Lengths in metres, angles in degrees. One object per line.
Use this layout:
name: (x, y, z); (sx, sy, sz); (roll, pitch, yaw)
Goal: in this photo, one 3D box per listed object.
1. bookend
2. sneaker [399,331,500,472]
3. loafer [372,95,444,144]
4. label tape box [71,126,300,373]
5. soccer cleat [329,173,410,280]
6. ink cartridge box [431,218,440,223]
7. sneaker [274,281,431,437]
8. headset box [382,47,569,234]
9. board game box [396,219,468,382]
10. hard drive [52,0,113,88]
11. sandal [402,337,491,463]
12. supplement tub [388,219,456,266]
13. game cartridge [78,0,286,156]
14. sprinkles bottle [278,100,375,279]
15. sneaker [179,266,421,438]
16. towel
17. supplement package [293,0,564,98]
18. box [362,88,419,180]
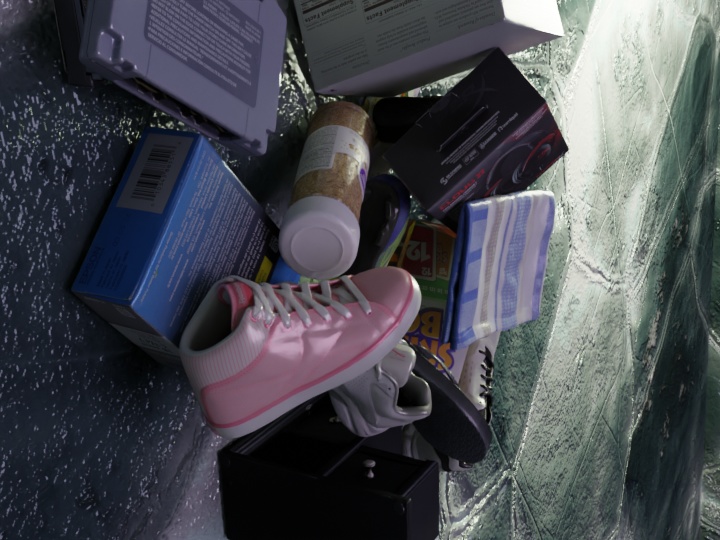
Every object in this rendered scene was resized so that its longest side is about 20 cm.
bookend: (0.003, 0.192, 1.023); (0.198, 0.197, 0.094); (-30, 124, -54)
sneaker: (0.115, 0.122, 1.125); (0.074, 0.079, 0.203); (40, 65, -41)
loafer: (0.073, -0.142, 1.110); (0.199, 0.072, 0.073); (-20, 114, -61)
label tape box: (-0.130, 0.003, 0.869); (0.200, 0.062, 0.146); (54, 51, -55)
soccer cleat: (0.001, 0.000, 1.060); (0.084, 0.064, 0.203); (-28, 144, -64)
ink cartridge box: (0.128, -0.028, 1.363); (0.163, 0.056, 0.203); (49, 46, -54)
sneaker: (-0.003, 0.069, 0.930); (0.200, 0.098, 0.079); (44, 47, -38)
headset box: (0.114, -0.117, 1.040); (0.148, 0.075, 0.200); (-42, 163, 8)
board game box: (0.067, 0.053, 1.090); (0.030, 0.094, 0.203); (127, -16, -63)
hard drive: (-0.150, -0.227, 0.800); (0.200, 0.037, 0.142); (-39, 130, -53)
sandal: (0.056, 0.097, 1.008); (0.201, 0.076, 0.043); (48, 52, -4)
supplement tub: (0.062, 0.052, 1.190); (0.107, 0.105, 0.204); (19, 80, -61)
game cartridge: (-0.121, -0.177, 0.775); (0.199, 0.040, 0.136); (27, 69, -59)
sprinkles bottle: (-0.027, -0.077, 0.964); (0.201, 0.067, 0.069); (-82, 162, -53)
sneaker: (-0.048, 0.037, 0.820); (0.198, 0.075, 0.106); (-32, 127, -9)
towel: (0.145, -0.004, 1.088); (0.199, 0.023, 0.150); (-12, 112, -56)
supplement package: (0.063, -0.244, 0.997); (0.155, 0.197, 0.113); (-12, 88, -59)
box: (0.014, -0.132, 1.124); (0.039, 0.041, 0.203); (52, 53, -53)
